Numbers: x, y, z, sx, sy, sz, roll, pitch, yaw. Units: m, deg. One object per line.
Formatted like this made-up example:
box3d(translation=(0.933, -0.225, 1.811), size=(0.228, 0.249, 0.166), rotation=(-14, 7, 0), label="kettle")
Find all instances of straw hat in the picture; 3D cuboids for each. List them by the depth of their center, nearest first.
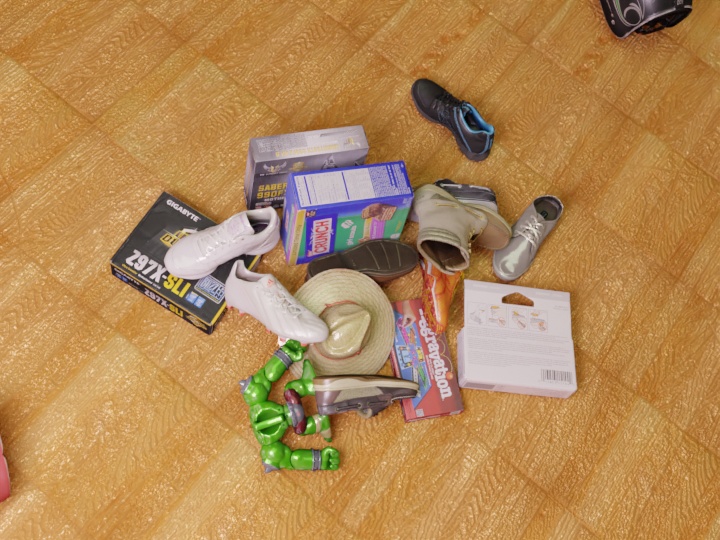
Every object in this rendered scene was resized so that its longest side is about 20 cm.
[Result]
box3d(translation=(-0.026, 0.096, 1.471), size=(0.196, 0.085, 0.206), rotation=(1, 87, -14), label="straw hat")

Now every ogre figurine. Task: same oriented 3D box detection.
box3d(translation=(-0.112, 0.215, 1.419), size=(0.118, 0.098, 0.205), rotation=(-16, 104, -18), label="ogre figurine")

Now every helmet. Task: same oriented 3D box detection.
box3d(translation=(0.583, -0.594, 1.929), size=(0.196, 0.200, 0.195), rotation=(-16, 85, -19), label="helmet")

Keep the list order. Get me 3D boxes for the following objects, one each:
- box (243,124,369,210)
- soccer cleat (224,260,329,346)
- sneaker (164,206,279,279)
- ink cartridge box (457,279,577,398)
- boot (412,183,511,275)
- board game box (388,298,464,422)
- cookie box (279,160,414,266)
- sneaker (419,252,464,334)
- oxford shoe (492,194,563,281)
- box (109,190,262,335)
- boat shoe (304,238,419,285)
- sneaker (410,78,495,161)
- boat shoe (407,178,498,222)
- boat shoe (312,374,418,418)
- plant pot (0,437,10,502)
box3d(translation=(-0.094, -0.171, 1.584), size=(0.196, 0.159, 0.049), rotation=(-9, 65, -17), label="box")
box3d(translation=(-0.130, 0.050, 1.434), size=(0.197, 0.079, 0.069), rotation=(24, 24, 27), label="soccer cleat")
box3d(translation=(-0.218, -0.054, 1.480), size=(0.197, 0.100, 0.076), rotation=(-23, 72, -21), label="sneaker")
box3d(translation=(0.262, 0.116, 1.582), size=(0.195, 0.045, 0.180), rotation=(7, 64, -9), label="ink cartridge box")
box3d(translation=(0.175, -0.052, 1.573), size=(0.197, 0.072, 0.156), rotation=(24, 35, -19), label="boot")
box3d(translation=(0.099, 0.144, 1.548), size=(0.101, 0.020, 0.204), rotation=(-6, 66, -16), label="board game box")
box3d(translation=(-0.027, -0.093, 1.554), size=(0.195, 0.172, 0.077), rotation=(-8, 62, -15), label="cookie box")
box3d(translation=(0.140, 0.020, 1.569), size=(0.075, 0.074, 0.203), rotation=(7, 49, -5), label="sneaker")
box3d(translation=(0.299, -0.065, 1.673), size=(0.075, 0.058, 0.201), rotation=(38, 64, 6), label="oxford shoe")
box3d(translation=(-0.283, -0.014, 1.529), size=(0.198, 0.050, 0.161), rotation=(31, 64, 4), label="box")
box3d(translation=(0.000, 0.000, 1.573), size=(0.195, 0.069, 0.073), rotation=(-8, 57, -14), label="boat shoe")
box3d(translation=(0.177, -0.298, 1.747), size=(0.200, 0.082, 0.073), rotation=(44, 65, 12), label="sneaker")
box3d(translation=(0.149, -0.129, 1.664), size=(0.195, 0.072, 0.069), rotation=(4, 57, -6), label="boat shoe")
box3d(translation=(0.007, 0.194, 1.439), size=(0.197, 0.073, 0.066), rotation=(6, 86, -36), label="boat shoe")
box3d(translation=(-0.576, 0.264, 1.259), size=(0.174, 0.201, 0.203), rotation=(-15, 67, -29), label="plant pot")
